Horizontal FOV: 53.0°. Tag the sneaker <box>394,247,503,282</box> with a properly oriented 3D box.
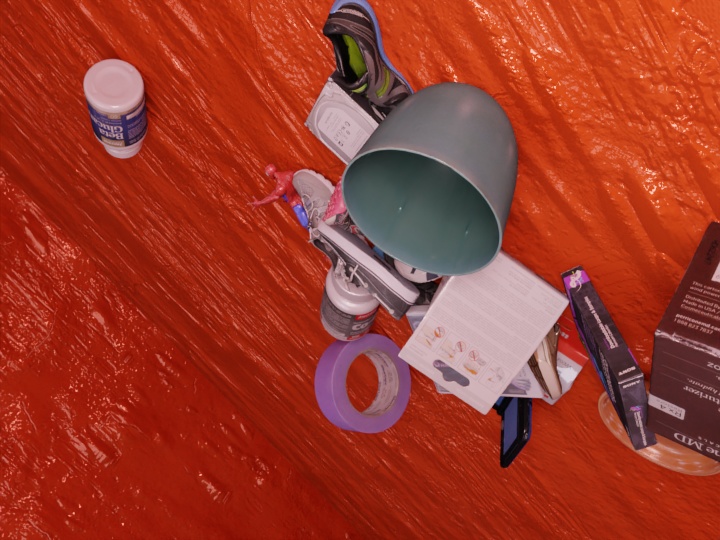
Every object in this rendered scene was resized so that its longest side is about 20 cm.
[{"bbox_3d":[0.107,-0.054,1.072,0.197,0.080,0.131,5,137,51],"label":"sneaker"}]

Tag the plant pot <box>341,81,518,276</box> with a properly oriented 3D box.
[{"bbox_3d":[0.098,-0.122,0.858,0.196,0.163,0.203,21,148,14],"label":"plant pot"}]

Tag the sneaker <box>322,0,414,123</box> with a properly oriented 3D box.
[{"bbox_3d":[0.008,-0.238,0.903,0.070,0.083,0.201,5,139,42],"label":"sneaker"}]

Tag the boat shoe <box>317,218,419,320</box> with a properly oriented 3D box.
[{"bbox_3d":[0.001,0.000,1.151,0.198,0.069,0.074,39,-166,-1],"label":"boat shoe"}]

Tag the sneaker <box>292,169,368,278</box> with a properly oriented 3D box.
[{"bbox_3d":[-0.062,-0.082,1.227,0.202,0.081,0.075,55,156,8],"label":"sneaker"}]

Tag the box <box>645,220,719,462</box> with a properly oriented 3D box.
[{"bbox_3d":[0.418,0.091,0.775,0.163,0.165,0.202,21,149,32],"label":"box"}]

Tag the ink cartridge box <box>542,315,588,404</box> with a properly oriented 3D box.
[{"bbox_3d":[0.279,0.125,1.156,0.160,0.050,0.201,34,157,12],"label":"ink cartridge box"}]

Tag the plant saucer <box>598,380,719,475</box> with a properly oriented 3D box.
[{"bbox_3d":[0.460,0.232,1.094,0.197,0.038,0.202,31,152,18],"label":"plant saucer"}]

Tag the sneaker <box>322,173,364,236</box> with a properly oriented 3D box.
[{"bbox_3d":[-0.002,-0.095,1.109,0.073,0.082,0.200,27,-173,12],"label":"sneaker"}]

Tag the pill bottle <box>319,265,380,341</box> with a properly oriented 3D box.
[{"bbox_3d":[-0.014,0.044,1.352,0.113,0.115,0.201,35,155,9],"label":"pill bottle"}]

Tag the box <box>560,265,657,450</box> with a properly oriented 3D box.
[{"bbox_3d":[0.323,0.111,0.943,0.202,0.035,0.145,-102,-12,-51],"label":"box"}]

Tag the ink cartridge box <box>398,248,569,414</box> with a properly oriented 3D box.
[{"bbox_3d":[0.168,0.074,1.006,0.158,0.202,0.047,33,-167,-6],"label":"ink cartridge box"}]

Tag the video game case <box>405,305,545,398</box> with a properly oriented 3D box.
[{"bbox_3d":[0.188,0.133,1.187,0.196,0.023,0.185,-3,124,35],"label":"video game case"}]

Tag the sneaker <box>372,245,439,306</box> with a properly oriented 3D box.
[{"bbox_3d":[0.089,0.032,1.239,0.200,0.074,0.082,43,156,-5],"label":"sneaker"}]

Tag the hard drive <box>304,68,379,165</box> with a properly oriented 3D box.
[{"bbox_3d":[0.016,-0.183,1.038,0.199,0.038,0.140,42,155,-5],"label":"hard drive"}]

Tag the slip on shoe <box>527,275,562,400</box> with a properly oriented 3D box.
[{"bbox_3d":[0.272,0.100,1.074,0.076,0.059,0.204,-123,8,-73],"label":"slip on shoe"}]

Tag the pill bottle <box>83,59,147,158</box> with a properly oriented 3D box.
[{"bbox_3d":[-0.477,-0.309,1.423,0.110,0.112,0.201,37,155,4],"label":"pill bottle"}]

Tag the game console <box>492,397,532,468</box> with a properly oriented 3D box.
[{"bbox_3d":[0.241,0.249,1.338,0.115,0.175,0.202,8,150,3],"label":"game console"}]

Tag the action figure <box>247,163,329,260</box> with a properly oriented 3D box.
[{"bbox_3d":[-0.122,-0.105,1.307,0.097,0.066,0.201,-14,123,40],"label":"action figure"}]

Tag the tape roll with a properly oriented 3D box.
[{"bbox_3d":[0.006,0.238,1.535,0.200,0.201,0.084,47,153,-17],"label":"tape roll"}]
